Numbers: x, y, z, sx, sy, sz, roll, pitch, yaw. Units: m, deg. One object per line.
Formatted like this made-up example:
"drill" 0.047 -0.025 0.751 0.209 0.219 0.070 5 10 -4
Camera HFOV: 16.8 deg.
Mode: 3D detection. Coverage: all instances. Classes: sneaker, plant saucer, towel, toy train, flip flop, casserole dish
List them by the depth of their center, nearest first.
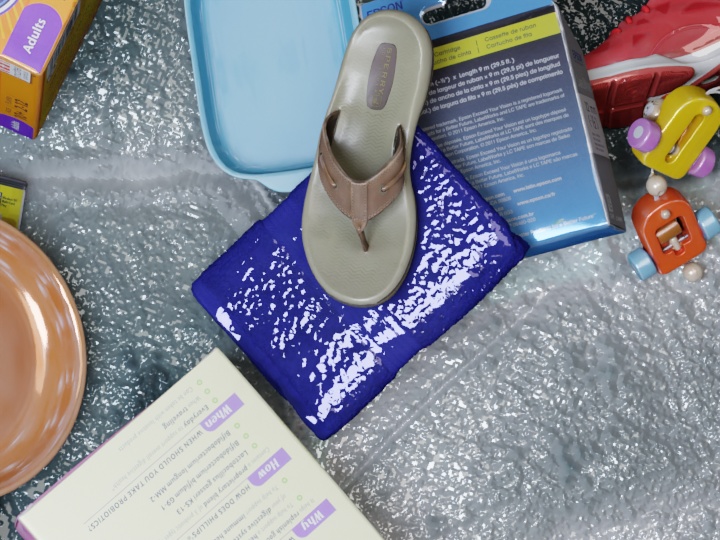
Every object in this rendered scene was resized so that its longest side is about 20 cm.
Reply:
"plant saucer" -0.279 0.057 1.615 0.200 0.037 0.201 6 79 -32
"flip flop" 0.004 -0.076 1.621 0.081 0.058 0.200 12 91 13
"towel" 0.000 0.000 1.675 0.200 0.050 0.148 -43 81 9
"casserole dish" -0.059 -0.151 1.725 0.121 0.039 0.200 -9 81 -2
"toy train" 0.257 -0.088 1.736 0.200 0.056 0.150 -35 131 1
"sneaker" 0.214 -0.180 1.777 0.200 0.078 0.116 -14 66 -11

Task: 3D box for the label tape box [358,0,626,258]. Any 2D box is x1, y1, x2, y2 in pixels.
"label tape box" 0.092 -0.106 1.707 0.143 0.066 0.200 -15 81 18

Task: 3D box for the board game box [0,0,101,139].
"board game box" -0.264 -0.235 1.627 0.200 0.200 0.200 25 78 -4

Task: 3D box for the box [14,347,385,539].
"box" -0.102 0.187 1.638 0.176 0.097 0.200 -41 88 -13

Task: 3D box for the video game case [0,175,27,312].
"video game case" -0.330 0.007 1.629 0.200 0.025 0.181 14 78 -30
